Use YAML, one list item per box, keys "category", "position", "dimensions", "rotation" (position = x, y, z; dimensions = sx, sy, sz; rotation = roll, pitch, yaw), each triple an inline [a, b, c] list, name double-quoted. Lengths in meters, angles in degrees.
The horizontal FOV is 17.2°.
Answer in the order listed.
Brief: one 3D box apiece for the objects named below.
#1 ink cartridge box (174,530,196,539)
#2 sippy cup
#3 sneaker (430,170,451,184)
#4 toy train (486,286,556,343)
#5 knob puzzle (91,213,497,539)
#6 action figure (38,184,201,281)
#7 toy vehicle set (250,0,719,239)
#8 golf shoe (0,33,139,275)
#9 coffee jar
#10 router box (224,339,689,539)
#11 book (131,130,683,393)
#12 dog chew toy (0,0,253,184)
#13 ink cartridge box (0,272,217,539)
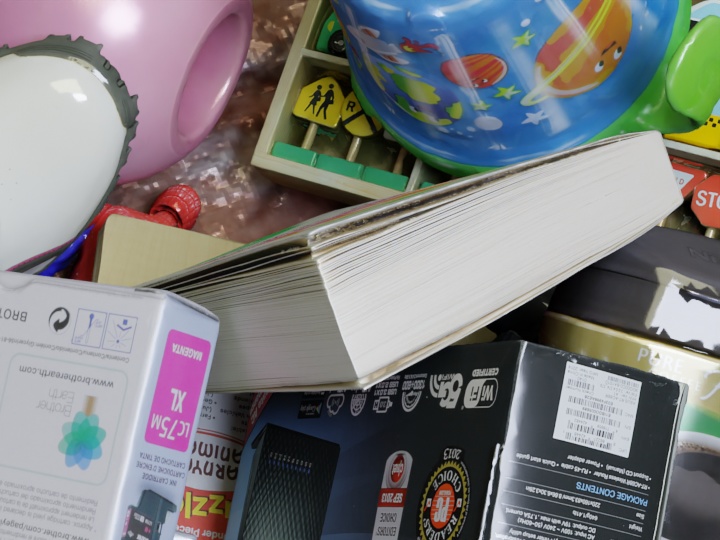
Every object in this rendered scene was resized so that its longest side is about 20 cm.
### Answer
- category: "ink cartridge box"
  position: [-0.136, 0.173, 0.804]
  dimensions: [0.119, 0.042, 0.201]
  rotation: [15, 84, -3]
- category: "sippy cup"
  position: [0.042, -0.113, 0.851]
  dimensions: [0.177, 0.130, 0.141]
  rotation: [-6, 73, 16]
- category: "sneaker"
  position: [0.107, -0.010, 0.950]
  dimensions: [0.199, 0.077, 0.086]
  rotation: [23, 72, 12]
- category: "toy train"
  position: [0.109, 0.089, 0.882]
  dimensions: [0.200, 0.085, 0.114]
  rotation: [42, 78, -3]
- category: "knob puzzle"
  position: [-0.026, 0.094, 0.887]
  dimensions: [0.218, 0.030, 0.221]
  rotation: [8, 69, -21]
- category: "action figure"
  position: [-0.121, 0.037, 0.899]
  dimensions: [0.065, 0.052, 0.200]
  rotation: [36, 61, 4]
- category: "toy vehicle set"
  position: [0.069, -0.070, 0.917]
  dimensions: [0.199, 0.027, 0.125]
  rotation: [16, 81, 20]
- category: "golf shoe"
  position: [-0.161, -0.004, 0.849]
  dimensions: [0.200, 0.088, 0.077]
  rotation: [-38, 105, 9]
- category: "coffee jar"
  position: [0.095, 0.087, 0.800]
  dimensions: [0.104, 0.085, 0.201]
  rotation: [16, 90, -9]
- category: "router box"
  position: [0.016, 0.104, 0.754]
  dimensions: [0.062, 0.200, 0.151]
  rotation: [14, 80, -23]
- category: "book"
  position: [0.000, 0.000, 0.800]
  dimensions: [0.133, 0.200, 0.048]
  rotation: [-22, 95, -28]
- category: "dog chew toy"
  position: [-0.144, -0.114, 0.934]
  dimensions: [0.199, 0.125, 0.125]
  rotation: [24, 63, 13]
- category: "ink cartridge box"
  position: [-0.121, 0.101, 0.742]
  dimensions: [0.119, 0.042, 0.201]
  rotation: [7, 79, 30]
